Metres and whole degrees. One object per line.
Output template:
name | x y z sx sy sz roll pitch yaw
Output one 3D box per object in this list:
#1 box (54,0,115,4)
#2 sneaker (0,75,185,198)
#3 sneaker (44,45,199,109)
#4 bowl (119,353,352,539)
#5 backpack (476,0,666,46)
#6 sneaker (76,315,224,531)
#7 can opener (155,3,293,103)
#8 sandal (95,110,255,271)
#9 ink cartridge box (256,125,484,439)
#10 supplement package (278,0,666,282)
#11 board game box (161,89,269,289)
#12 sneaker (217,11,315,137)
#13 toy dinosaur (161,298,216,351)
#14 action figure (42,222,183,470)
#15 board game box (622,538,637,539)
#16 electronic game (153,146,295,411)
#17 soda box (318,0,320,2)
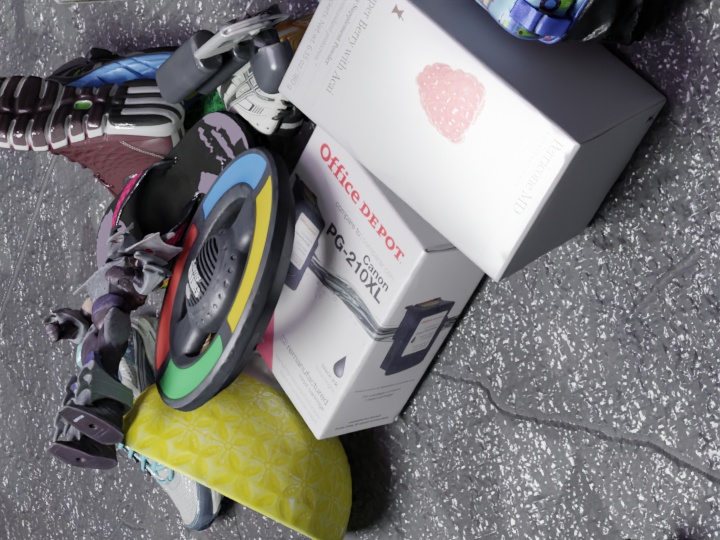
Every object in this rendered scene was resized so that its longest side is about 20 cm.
box | -0.245 -0.327 1.617 0.200 0.109 0.128 43 127 35
sneaker | -0.232 -0.095 1.591 0.199 0.076 0.116 3 139 16
sneaker | -0.211 -0.160 1.635 0.199 0.071 0.083 -12 44 37
bowl | -0.083 0.124 1.493 0.200 0.200 0.108 19 80 46
backpack | 0.138 -0.257 1.166 0.183 0.134 0.200 55 131 26
sneaker | -0.186 0.138 1.662 0.078 0.086 0.201 -47 62 44
can opener | -0.096 -0.143 1.394 0.067 0.053 0.200 70 159 1
sandal | -0.157 -0.050 1.518 0.075 0.045 0.200 50 124 9
ink cartridge box | 0.000 0.000 1.416 0.145 0.084 0.201 53 133 29
supplement package | 0.071 -0.113 1.248 0.200 0.120 0.122 41 127 17
board game box | -0.140 -0.071 1.615 0.200 0.023 0.105 -38 67 46
sneaker | -0.050 -0.145 1.455 0.200 0.075 0.088 8 116 65
toy dinosaur | -0.132 -0.031 1.571 0.101 0.058 0.201 21 114 28
action figure | -0.190 0.043 1.450 0.130 0.069 0.201 -44 33 44
board game box | 0.225 0.266 1.226 0.200 0.061 0.201 42 126 37
electronic game | -0.102 0.006 1.406 0.200 0.041 0.201 -48 31 42
soda box | -0.018 -0.244 1.403 0.200 0.064 0.068 48 130 33
